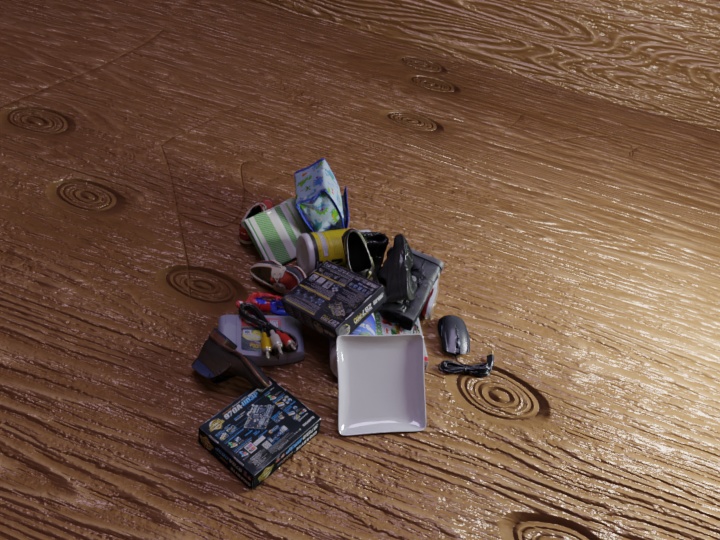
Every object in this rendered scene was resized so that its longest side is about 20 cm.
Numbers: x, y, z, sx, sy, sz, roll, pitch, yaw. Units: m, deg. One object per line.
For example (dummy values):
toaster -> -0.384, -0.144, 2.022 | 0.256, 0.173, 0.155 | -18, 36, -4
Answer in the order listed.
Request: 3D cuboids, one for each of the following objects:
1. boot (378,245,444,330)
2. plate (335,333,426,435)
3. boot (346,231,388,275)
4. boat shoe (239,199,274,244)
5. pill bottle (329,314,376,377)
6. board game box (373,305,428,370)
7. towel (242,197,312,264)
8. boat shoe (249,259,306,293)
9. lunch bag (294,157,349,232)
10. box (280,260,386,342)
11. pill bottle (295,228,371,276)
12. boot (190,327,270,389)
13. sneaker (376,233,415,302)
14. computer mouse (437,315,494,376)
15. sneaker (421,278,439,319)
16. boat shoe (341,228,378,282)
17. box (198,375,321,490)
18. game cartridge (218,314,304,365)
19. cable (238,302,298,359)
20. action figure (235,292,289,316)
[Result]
boot -> 0.099, 0.040, 1.732 | 0.161, 0.066, 0.202 | 14, 56, 28
plate -> 0.042, 0.239, 1.476 | 0.193, 0.207, 0.032 | 0, -7, -16
boot -> -0.024, -0.007, 1.753 | 0.208, 0.161, 0.079 | -20, 42, -36
boat shoe -> -0.284, -0.151, 1.939 | 0.069, 0.064, 0.201 | 15, 36, 8
pill bottle -> -0.017, 0.146, 1.598 | 0.109, 0.114, 0.203 | 5, 38, -8
board game box -> 0.086, 0.156, 1.678 | 0.122, 0.035, 0.202 | 3, 38, -10
towel -> -0.209, -0.101, 1.879 | 0.198, 0.023, 0.155 | -30, 90, -43
boat shoe -> -0.200, 0.018, 1.719 | 0.061, 0.073, 0.198 | -8, 19, -38
lunch bag -> -0.093, -0.177, 1.944 | 0.125, 0.202, 0.172 | -21, 37, 12
box -> -0.062, 0.066, 1.584 | 0.197, 0.050, 0.160 | 23, 51, 41
pill bottle -> -0.063, -0.050, 1.837 | 0.195, 0.117, 0.115 | -8, 40, -24
boot -> -0.273, 0.213, 1.462 | 0.198, 0.075, 0.098 | 35, 81, 37
sneaker -> 0.082, -0.008, 1.688 | 0.088, 0.077, 0.203 | -15, 42, 18
computer mouse -> 0.258, 0.172, 1.694 | 0.136, 0.047, 0.202 | 9, 37, -2
sneaker -> 0.144, 0.049, 1.802 | 0.109, 0.073, 0.201 | 16, 29, 0
boat shoe -> 0.000, 0.000, 1.684 | 0.070, 0.207, 0.061 | -18, 1, -2
box -> -0.197, 0.315, 1.383 | 0.157, 0.047, 0.199 | 31, 41, 24
game cartridge -> -0.226, 0.158, 1.590 | 0.194, 0.042, 0.135 | 2, 42, -13
cable -> -0.204, 0.125, 1.566 | 0.095, 0.051, 0.201 | -11, 44, -28
action figure -> -0.199, 0.087, 1.664 | 0.194, 0.067, 0.052 | 5, 20, -10
